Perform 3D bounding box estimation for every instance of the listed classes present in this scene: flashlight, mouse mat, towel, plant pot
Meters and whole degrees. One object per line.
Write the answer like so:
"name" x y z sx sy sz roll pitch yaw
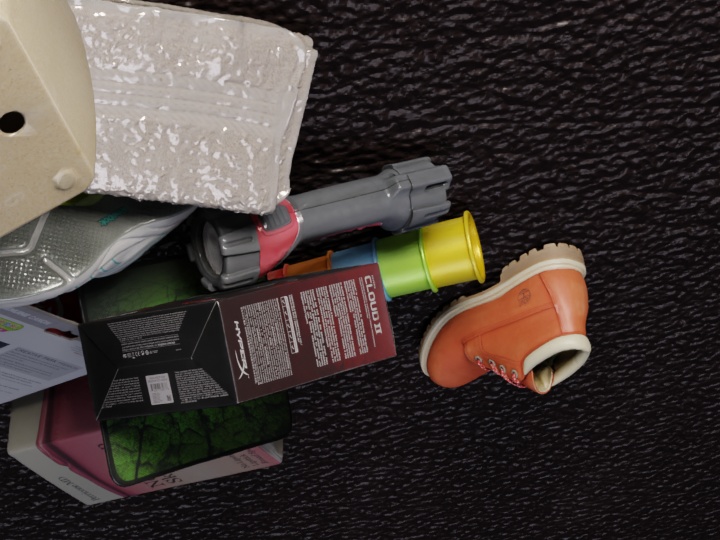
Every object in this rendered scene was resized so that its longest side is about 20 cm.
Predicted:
"flashlight" -0.030 -0.036 1.344 0.199 0.068 0.069 -15 119 -31
"mouse mat" -0.131 0.068 1.385 0.007 0.163 0.199 -9 -178 40
"towel" -0.129 -0.109 1.192 0.198 0.034 0.134 5 108 -26
"plant pot" -0.253 -0.111 0.997 0.199 0.178 0.201 -28 139 -5

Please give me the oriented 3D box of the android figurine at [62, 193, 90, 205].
"android figurine" -0.245 -0.088 1.256 0.181 0.041 0.200 -23 146 19

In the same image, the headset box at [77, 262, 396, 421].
"headset box" -0.082 0.050 1.324 0.148 0.078 0.199 -9 -176 41

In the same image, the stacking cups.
"stacking cups" 0.000 0.000 1.473 0.198 0.061 0.061 -12 150 13

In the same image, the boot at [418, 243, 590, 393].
"boot" 0.124 0.070 1.569 0.075 0.108 0.200 12 145 -35

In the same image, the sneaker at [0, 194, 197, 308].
"sneaker" -0.196 -0.015 1.258 0.199 0.071 0.080 -26 163 -31

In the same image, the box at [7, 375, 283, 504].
"box" -0.177 0.110 1.507 0.198 0.110 0.128 -15 146 23

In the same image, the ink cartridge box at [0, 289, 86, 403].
"ink cartridge box" -0.285 0.031 1.357 0.174 0.085 0.200 -18 160 20
